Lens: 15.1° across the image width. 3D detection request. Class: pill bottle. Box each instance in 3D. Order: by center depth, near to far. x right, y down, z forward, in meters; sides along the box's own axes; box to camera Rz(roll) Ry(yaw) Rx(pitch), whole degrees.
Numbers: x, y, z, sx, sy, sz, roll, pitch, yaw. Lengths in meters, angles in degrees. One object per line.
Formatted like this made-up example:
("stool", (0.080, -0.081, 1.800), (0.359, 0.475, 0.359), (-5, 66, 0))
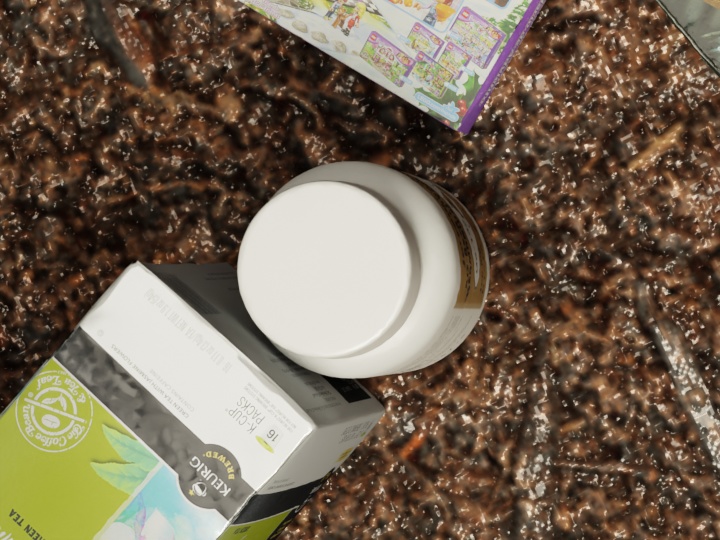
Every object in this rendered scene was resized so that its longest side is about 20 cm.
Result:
("pill bottle", (0.000, 0.000, 1.445), (0.114, 0.200, 0.115), (0, 89, 11))

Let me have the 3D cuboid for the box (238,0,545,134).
("box", (0.008, -0.185, 1.528), (0.200, 0.039, 0.137), (32, 96, 10))

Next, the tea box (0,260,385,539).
("tea box", (-0.111, 0.108, 1.466), (0.134, 0.200, 0.197), (41, 96, 9))

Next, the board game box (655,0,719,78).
("board game box", (0.239, -0.210, 1.488), (0.200, 0.028, 0.135), (-39, 82, 8))
